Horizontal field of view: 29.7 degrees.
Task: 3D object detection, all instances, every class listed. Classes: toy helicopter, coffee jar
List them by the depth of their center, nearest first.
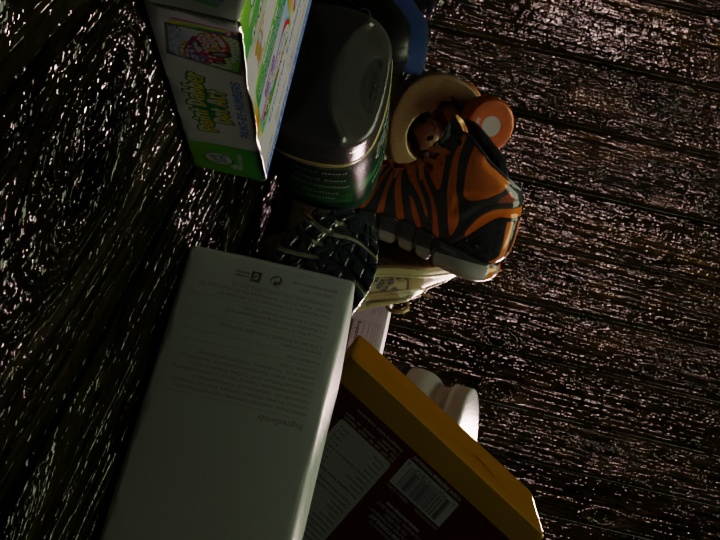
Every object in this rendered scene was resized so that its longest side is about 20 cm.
[{"bbox_3d":[-0.022,-0.112,0.959,0.200,0.084,0.106,84,18,-82],"label":"coffee jar"},{"bbox_3d":[0.046,-0.072,1.174,0.079,0.130,0.203,-137,-127,-60],"label":"toy helicopter"}]

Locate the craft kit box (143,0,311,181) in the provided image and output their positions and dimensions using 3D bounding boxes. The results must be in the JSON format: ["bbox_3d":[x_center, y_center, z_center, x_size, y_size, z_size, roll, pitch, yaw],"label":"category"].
[{"bbox_3d":[-0.044,-0.167,0.630,0.198,0.048,0.203,104,-1,-75],"label":"craft kit box"}]

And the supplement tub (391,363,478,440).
[{"bbox_3d":[-0.001,0.151,1.240,0.140,0.197,0.143,9,90,-75],"label":"supplement tub"}]

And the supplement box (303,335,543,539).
[{"bbox_3d":[0.003,0.198,1.060,0.200,0.197,0.133,-48,180,5],"label":"supplement box"}]

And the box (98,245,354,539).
[{"bbox_3d":[-0.073,0.110,0.748,0.125,0.096,0.202,100,3,-58],"label":"box"}]

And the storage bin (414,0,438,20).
[{"bbox_3d":[0.051,-0.355,1.344,0.201,0.092,0.137,-73,175,-51],"label":"storage bin"}]

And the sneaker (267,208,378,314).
[{"bbox_3d":[-0.056,0.043,1.030,0.202,0.077,0.086,-59,-178,-11],"label":"sneaker"}]

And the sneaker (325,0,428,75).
[{"bbox_3d":[-0.002,-0.224,1.184,0.200,0.077,0.071,-119,-145,-61],"label":"sneaker"}]

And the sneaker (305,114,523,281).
[{"bbox_3d":[0.039,-0.081,1.085,0.078,0.197,0.113,-64,175,-68],"label":"sneaker"}]

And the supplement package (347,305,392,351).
[{"bbox_3d":[-0.027,0.086,1.634,0.201,0.109,0.158,99,5,-66],"label":"supplement package"}]

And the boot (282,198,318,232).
[{"bbox_3d":[-0.039,-0.033,1.196,0.156,0.072,0.202,-73,178,-48],"label":"boot"}]

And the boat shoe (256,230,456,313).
[{"bbox_3d":[0.000,0.000,1.124,0.074,0.197,0.063,59,-37,41],"label":"boat shoe"}]

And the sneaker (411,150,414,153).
[{"bbox_3d":[0.025,-0.078,1.353,0.201,0.077,0.117,58,-43,49],"label":"sneaker"}]
